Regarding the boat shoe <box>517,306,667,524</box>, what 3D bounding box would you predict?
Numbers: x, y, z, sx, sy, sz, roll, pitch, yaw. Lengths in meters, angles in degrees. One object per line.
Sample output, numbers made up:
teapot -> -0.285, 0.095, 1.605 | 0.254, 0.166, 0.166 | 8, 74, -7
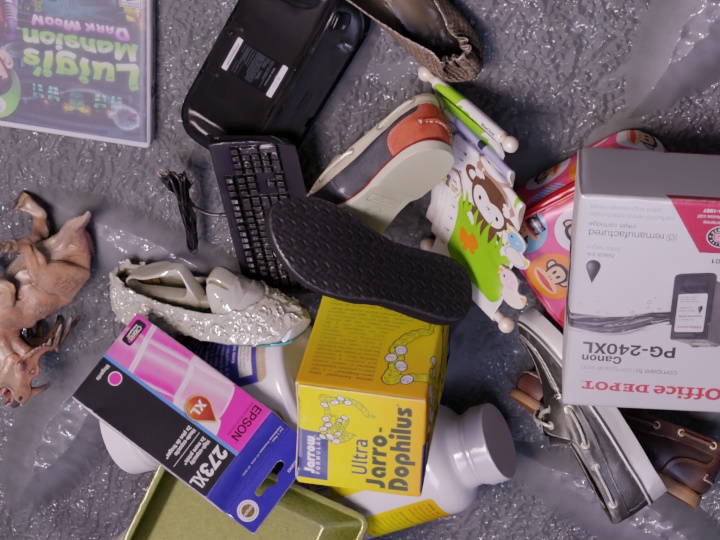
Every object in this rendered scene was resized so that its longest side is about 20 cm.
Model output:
boat shoe -> 0.186, 0.126, 1.515 | 0.064, 0.071, 0.200 | -33, 86, -2

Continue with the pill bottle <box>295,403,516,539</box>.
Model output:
pill bottle -> 0.041, 0.187, 1.630 | 0.200, 0.104, 0.104 | -20, 119, 23

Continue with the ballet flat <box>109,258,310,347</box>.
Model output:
ballet flat -> -0.143, 0.025, 1.552 | 0.200, 0.072, 0.072 | 5, 127, 26

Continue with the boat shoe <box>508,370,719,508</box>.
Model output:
boat shoe -> 0.234, 0.138, 1.584 | 0.200, 0.070, 0.070 | 29, 89, 0

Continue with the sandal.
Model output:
sandal -> 0.000, 0.001, 1.438 | 0.200, 0.075, 0.048 | 23, 153, -28

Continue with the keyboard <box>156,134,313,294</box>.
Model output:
keyboard -> -0.105, -0.044, 1.517 | 0.127, 0.021, 0.200 | 1, 140, 10

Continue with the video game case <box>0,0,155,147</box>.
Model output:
video game case -> -0.271, -0.197, 1.470 | 0.200, 0.023, 0.182 | 9, 126, 5

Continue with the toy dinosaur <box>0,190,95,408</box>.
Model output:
toy dinosaur -> -0.290, 0.016, 1.595 | 0.200, 0.086, 0.136 | -43, 119, 15

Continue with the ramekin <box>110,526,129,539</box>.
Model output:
ramekin -> -0.144, 0.296, 1.696 | 0.202, 0.202, 0.094 | 37, 93, -15

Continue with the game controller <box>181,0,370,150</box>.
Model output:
game controller -> -0.074, -0.166, 1.450 | 0.104, 0.042, 0.200 | 36, 125, 3

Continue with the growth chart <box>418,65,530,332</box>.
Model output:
growth chart -> 0.093, -0.056, 1.448 | 0.018, 0.145, 0.200 | -22, 132, -27

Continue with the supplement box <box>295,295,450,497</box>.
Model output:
supplement box -> 0.015, 0.083, 1.502 | 0.109, 0.200, 0.109 | 7, 126, 7

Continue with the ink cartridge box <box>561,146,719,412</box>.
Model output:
ink cartridge box -> 0.237, 0.011, 1.385 | 0.145, 0.083, 0.200 | 3, 122, 5

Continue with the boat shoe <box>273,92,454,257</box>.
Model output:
boat shoe -> -0.001, -0.071, 1.453 | 0.071, 0.063, 0.200 | 17, 139, -40

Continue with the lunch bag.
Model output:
lunch bag -> 0.235, -0.015, 1.467 | 0.176, 0.082, 0.200 | -30, 114, 23

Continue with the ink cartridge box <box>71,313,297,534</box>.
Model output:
ink cartridge box -> -0.144, 0.131, 1.514 | 0.200, 0.095, 0.037 | 35, 170, 13

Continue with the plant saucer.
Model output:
plant saucer -> -0.124, 0.268, 1.575 | 0.200, 0.048, 0.200 | 27, 89, -16

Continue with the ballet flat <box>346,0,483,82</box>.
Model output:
ballet flat -> 0.022, -0.217, 1.371 | 0.200, 0.046, 0.067 | 42, 97, -20

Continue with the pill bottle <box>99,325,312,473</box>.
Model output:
pill bottle -> -0.133, 0.122, 1.609 | 0.200, 0.120, 0.120 | -16, 120, 21
